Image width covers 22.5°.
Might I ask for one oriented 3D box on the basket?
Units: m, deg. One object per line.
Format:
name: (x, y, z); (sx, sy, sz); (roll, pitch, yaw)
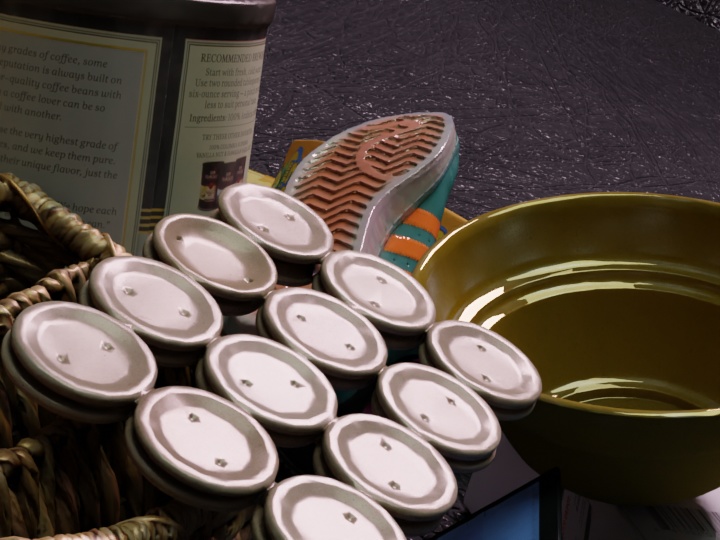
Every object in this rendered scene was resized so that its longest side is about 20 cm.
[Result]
basket: (-0.113, 0.058, 0.597); (0.141, 0.151, 0.200); (3, 15, 25)

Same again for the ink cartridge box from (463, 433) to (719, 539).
ink cartridge box: (0.154, 0.136, 0.844); (0.144, 0.084, 0.200); (11, 22, -24)

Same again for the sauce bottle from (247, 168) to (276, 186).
sauce bottle: (-0.102, -0.042, 1.084); (0.198, 0.065, 0.065); (22, 19, -4)

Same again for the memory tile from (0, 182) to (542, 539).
memory tile: (-0.024, 0.035, 0.636); (0.153, 0.017, 0.200); (33, 28, 10)

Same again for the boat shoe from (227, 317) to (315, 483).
boat shoe: (-0.048, 0.064, 0.843); (0.072, 0.071, 0.200); (-1, 30, -48)

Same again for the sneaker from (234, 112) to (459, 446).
sneaker: (0.000, 0.000, 0.834); (0.071, 0.081, 0.200); (0, 34, 24)

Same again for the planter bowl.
planter bowl: (0.119, 0.045, 0.795); (0.198, 0.084, 0.201); (0, 28, 0)

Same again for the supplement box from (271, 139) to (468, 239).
supplement box: (0.039, -0.001, 1.042); (0.199, 0.067, 0.069); (28, -4, -15)

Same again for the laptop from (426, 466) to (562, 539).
laptop: (-0.036, 0.117, 0.666); (0.198, 0.104, 0.177); (21, 18, -1)

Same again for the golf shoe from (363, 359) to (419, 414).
golf shoe: (0.066, 0.068, 0.976); (0.198, 0.076, 0.092); (13, 28, -2)

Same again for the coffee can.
coffee can: (-0.121, -0.026, 0.768); (0.145, 0.202, 0.146); (9, 12, -2)
